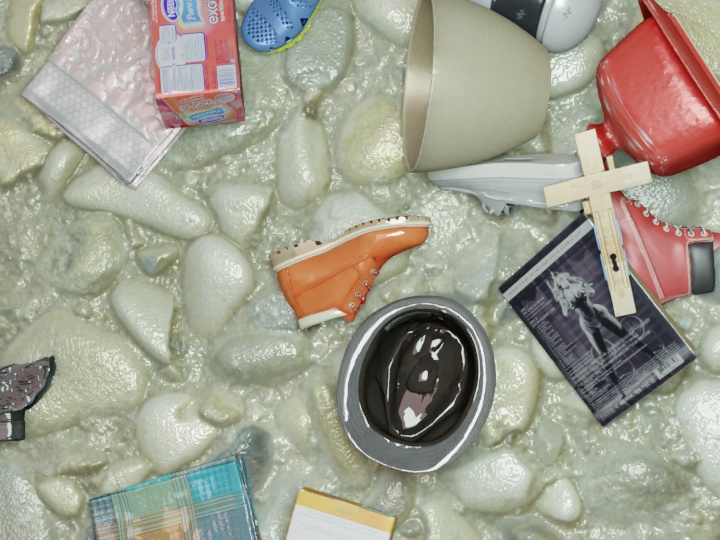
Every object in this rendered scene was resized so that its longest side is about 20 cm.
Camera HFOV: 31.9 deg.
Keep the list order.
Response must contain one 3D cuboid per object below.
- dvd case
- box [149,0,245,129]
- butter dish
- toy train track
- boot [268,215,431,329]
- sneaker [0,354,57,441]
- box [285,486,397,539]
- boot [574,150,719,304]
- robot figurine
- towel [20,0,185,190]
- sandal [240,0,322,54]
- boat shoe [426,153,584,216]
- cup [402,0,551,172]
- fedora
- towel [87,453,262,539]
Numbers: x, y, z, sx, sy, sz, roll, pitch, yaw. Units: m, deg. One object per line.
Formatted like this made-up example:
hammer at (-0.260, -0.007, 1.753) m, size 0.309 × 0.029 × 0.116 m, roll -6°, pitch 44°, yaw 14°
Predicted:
dvd case at (0.264, 0.056, 1.414) m, size 0.201 × 0.016 × 0.149 m, roll 53°, pitch 126°, yaw 10°
box at (-0.196, -0.280, 1.492) m, size 0.101 × 0.095 × 0.202 m, roll -6°, pitch 73°, yaw -3°
butter dish at (0.316, -0.176, 1.382) m, size 0.147 × 0.200 × 0.201 m, roll -33°, pitch 80°, yaw 12°
toy train track at (0.265, -0.052, 1.362) m, size 0.113 × 0.033 × 0.202 m, roll -12°, pitch 95°, yaw 14°
boot at (0.000, 0.000, 1.475) m, size 0.198 × 0.075 × 0.108 m, roll -20°, pitch 84°, yaw 15°
sneaker at (-0.472, 0.156, 1.536) m, size 0.197 × 0.060 × 0.106 m, roll -1°, pitch 85°, yaw 3°
box at (-0.039, 0.364, 1.455) m, size 0.118 × 0.041 × 0.202 m, roll 15°, pitch 89°, yaw 10°
boot at (0.328, -0.059, 1.428) m, size 0.143 × 0.072 × 0.202 m, roll -18°, pitch 90°, yaw 6°
robot figurine at (0.182, -0.329, 1.453) m, size 0.198 × 0.151 × 0.126 m, roll 22°, pitch 71°, yaw 11°
towel at (-0.296, -0.233, 1.562) m, size 0.199 × 0.032 × 0.192 m, roll 39°, pitch 91°, yaw 10°
sandal at (-0.069, -0.344, 1.512) m, size 0.200 × 0.087 × 0.080 m, roll -46°, pitch 81°, yaw 4°
boat shoe at (0.166, -0.095, 1.440) m, size 0.198 × 0.072 × 0.069 m, roll 1°, pitch 107°, yaw 29°
cup at (0.131, -0.204, 1.402) m, size 0.141 × 0.200 × 0.203 m, roll 5°, pitch 84°, yaw -6°
fedora at (0.066, 0.130, 1.436) m, size 0.175 × 0.090 × 0.202 m, roll 13°, pitch 80°, yaw 8°
towel at (-0.217, 0.316, 1.496) m, size 0.198 × 0.022 × 0.148 m, roll -17°, pitch 81°, yaw 7°
